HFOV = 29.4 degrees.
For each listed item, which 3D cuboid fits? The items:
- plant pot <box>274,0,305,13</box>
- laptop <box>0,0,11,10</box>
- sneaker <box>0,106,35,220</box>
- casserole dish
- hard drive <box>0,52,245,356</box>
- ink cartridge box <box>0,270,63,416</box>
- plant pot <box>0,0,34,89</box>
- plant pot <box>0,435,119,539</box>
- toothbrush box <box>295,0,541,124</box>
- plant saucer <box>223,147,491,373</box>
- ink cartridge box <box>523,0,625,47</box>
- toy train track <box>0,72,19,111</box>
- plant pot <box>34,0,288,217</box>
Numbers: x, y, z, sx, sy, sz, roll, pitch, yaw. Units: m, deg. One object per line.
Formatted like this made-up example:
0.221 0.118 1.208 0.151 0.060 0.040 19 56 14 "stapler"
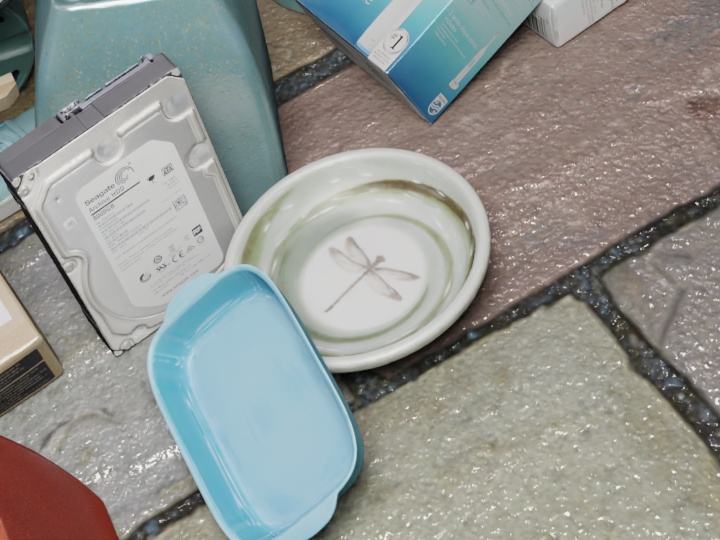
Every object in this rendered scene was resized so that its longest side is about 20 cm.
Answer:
-0.020 -0.356 1.220 0.198 0.162 0.202 -8 50 9 "plant pot"
-0.376 -0.235 1.040 0.200 0.116 0.188 -41 48 1 "laptop"
-0.322 -0.086 1.143 0.074 0.082 0.200 29 65 32 "sneaker"
-0.067 0.091 0.916 0.121 0.039 0.201 -40 63 16 "casserole dish"
-0.160 -0.043 0.983 0.139 0.201 0.038 -37 51 -16 "hard drive"
-0.344 0.035 1.023 0.164 0.075 0.201 -34 69 -13 "ink cartridge box"
-0.391 -0.247 1.235 0.198 0.201 0.197 -26 58 -5 "plant pot"
-0.244 0.211 0.819 0.198 0.177 0.201 -29 49 -8 "plant pot"
0.065 -0.246 1.120 0.200 0.085 0.146 -46 52 2 "toothbrush box"
0.000 0.000 1.000 0.197 0.050 0.202 -8 50 10 "plant saucer"
0.193 -0.296 1.185 0.199 0.057 0.163 -32 50 -15 "ink cartridge box"
-0.355 -0.096 1.063 0.198 0.115 0.033 -27 79 -13 "toy train track"
-0.163 -0.168 1.064 0.193 0.201 0.198 -8 49 -5 "plant pot"
